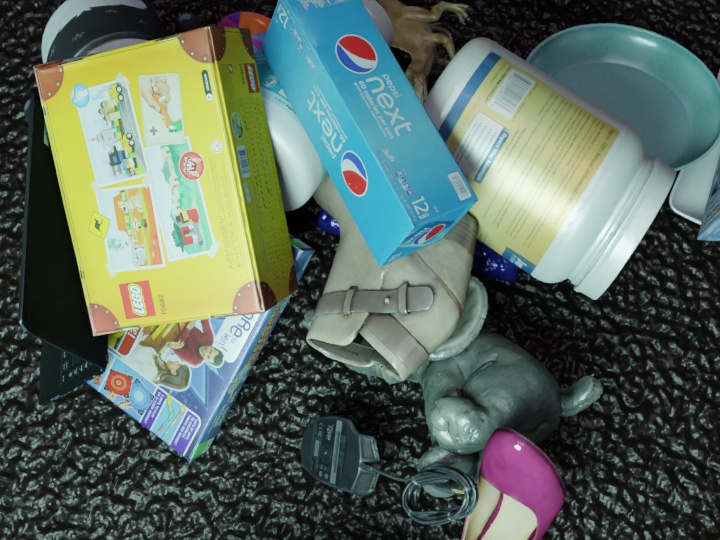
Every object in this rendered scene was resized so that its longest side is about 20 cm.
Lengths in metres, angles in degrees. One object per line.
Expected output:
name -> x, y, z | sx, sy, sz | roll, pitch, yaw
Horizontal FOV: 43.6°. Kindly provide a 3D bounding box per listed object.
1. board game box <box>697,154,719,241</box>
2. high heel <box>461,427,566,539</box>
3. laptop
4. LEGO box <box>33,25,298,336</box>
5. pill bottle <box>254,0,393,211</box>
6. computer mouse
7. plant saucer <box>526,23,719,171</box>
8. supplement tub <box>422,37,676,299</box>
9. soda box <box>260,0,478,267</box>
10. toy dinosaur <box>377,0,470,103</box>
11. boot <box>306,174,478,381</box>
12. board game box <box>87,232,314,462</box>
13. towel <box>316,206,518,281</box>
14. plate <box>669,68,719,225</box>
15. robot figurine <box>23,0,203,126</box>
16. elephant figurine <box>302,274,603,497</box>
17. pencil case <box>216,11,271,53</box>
board game box -> 0.406, -0.085, 0.819 | 0.198, 0.062, 0.201 | 35, 74, 10
high heel -> 0.101, 0.195, 0.667 | 0.067, 0.202, 0.096 | 29, 62, 31
laptop -> -0.255, -0.005, 0.717 | 0.102, 0.198, 0.181 | 13, 63, -39
LEGO box -> -0.141, -0.065, 0.672 | 0.146, 0.077, 0.205 | -7, 100, 18
pill bottle -> -0.044, -0.155, 0.778 | 0.109, 0.112, 0.201 | 28, 57, 8
computer mouse -> 0.021, 0.155, 0.706 | 0.034, 0.198, 0.060 | 10, 89, -40
plant saucer -> 0.249, -0.158, 0.868 | 0.195, 0.036, 0.203 | 0, 55, -1
supplement tub -> 0.143, -0.082, 0.749 | 0.198, 0.145, 0.146 | 33, 72, 9
soda box -> 0.002, -0.112, 0.671 | 0.063, 0.068, 0.203 | -21, 76, -29
toy dinosaur -> 0.052, -0.241, 0.883 | 0.099, 0.059, 0.202 | -4, 50, -23
boot -> 0.000, 0.000, 0.733 | 0.197, 0.070, 0.148 | 18, 68, 38
board game box -> -0.142, 0.035, 0.752 | 0.134, 0.034, 0.202 | 33, 100, 12
towel -> 0.068, -0.080, 0.849 | 0.196, 0.050, 0.151 | 15, 76, 4
plate -> 0.414, -0.095, 0.872 | 0.197, 0.032, 0.203 | 26, 71, 6
robot figurine -> -0.219, -0.173, 0.813 | 0.123, 0.152, 0.201 | 15, 28, -37
elephant figurine -> 0.067, 0.070, 0.757 | 0.152, 0.143, 0.202 | -3, 49, -33
pencil case -> -0.115, -0.139, 0.842 | 0.086, 0.089, 0.204 | 10, 69, 2
